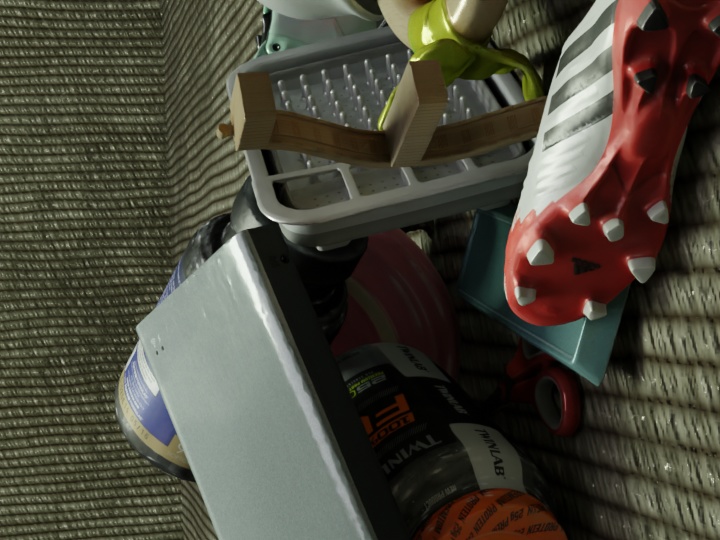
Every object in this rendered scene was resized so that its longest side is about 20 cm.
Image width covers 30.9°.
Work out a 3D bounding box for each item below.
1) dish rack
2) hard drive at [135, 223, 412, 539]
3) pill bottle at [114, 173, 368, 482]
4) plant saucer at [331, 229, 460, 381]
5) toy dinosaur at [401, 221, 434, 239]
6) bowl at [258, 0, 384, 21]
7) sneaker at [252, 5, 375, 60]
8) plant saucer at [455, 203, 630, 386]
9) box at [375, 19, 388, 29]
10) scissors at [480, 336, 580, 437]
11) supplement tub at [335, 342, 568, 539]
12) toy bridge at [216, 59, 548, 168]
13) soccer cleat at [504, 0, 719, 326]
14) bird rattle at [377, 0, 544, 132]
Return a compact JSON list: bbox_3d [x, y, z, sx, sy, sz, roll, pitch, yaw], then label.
[{"bbox_3d":[0.014,-0.082,0.788,0.201,0.170,0.044,-111,8,-52],"label":"dish rack"},{"bbox_3d":[-0.050,0.094,0.721,0.139,0.033,0.201,-37,73,48],"label":"hard drive"},{"bbox_3d":[-0.076,0.035,0.843,0.201,0.111,0.112,-58,33,34],"label":"pill bottle"},{"bbox_3d":[-0.029,0.048,0.924,0.051,0.199,0.202,-42,-37,-55],"label":"plant saucer"},{"bbox_3d":[0.000,0.000,0.954,0.077,0.101,0.201,-103,20,-45],"label":"toy dinosaur"},{"bbox_3d":[-0.057,-0.234,0.793,0.201,0.090,0.202,52,-151,-44],"label":"bowl"},{"bbox_3d":[-0.030,-0.129,1.035,0.074,0.117,0.202,132,133,-68],"label":"sneaker"},{"bbox_3d":[0.096,0.005,0.728,0.200,0.019,0.071,-145,68,-72],"label":"plant saucer"},{"bbox_3d":[0.047,-0.263,0.849,0.200,0.049,0.161,144,120,-73],"label":"box"},{"bbox_3d":[0.093,0.064,0.794,0.200,0.014,0.074,151,113,-75],"label":"scissors"},{"bbox_3d":[0.038,0.133,0.779,0.200,0.121,0.124,-137,46,-62],"label":"supplement tub"},{"bbox_3d":[0.026,-0.076,0.655,0.067,0.198,0.027,115,146,-63],"label":"toy bridge"},{"bbox_3d":[0.112,-0.062,0.594,0.086,0.068,0.201,-93,15,-52],"label":"soccer cleat"},{"bbox_3d":[0.047,-0.175,0.688,0.163,0.112,0.201,54,149,41],"label":"bird rattle"}]
